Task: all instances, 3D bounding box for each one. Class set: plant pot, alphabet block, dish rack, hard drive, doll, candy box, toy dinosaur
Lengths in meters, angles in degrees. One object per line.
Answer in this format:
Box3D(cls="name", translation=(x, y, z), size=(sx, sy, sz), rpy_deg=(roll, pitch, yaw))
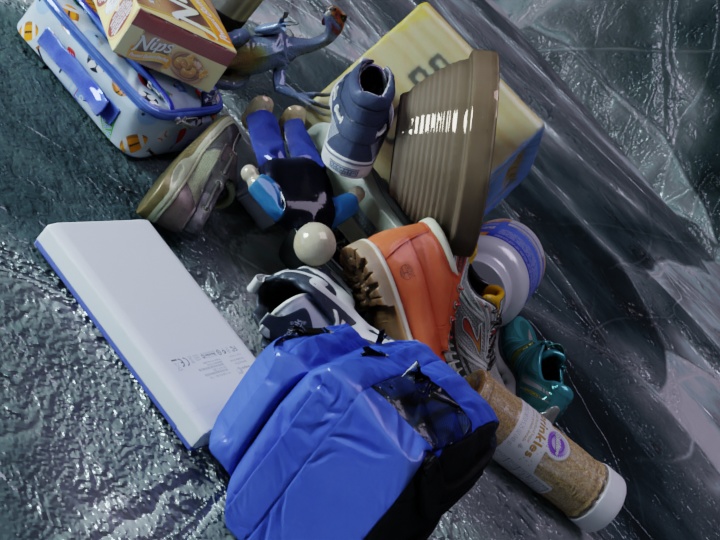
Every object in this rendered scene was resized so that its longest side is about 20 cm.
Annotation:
Box3D(cls="plant pot", translation=(0.078, -0.119, 1.184), size=(0.091, 0.204, 0.201), rpy_deg=(8, 25, 0))
Box3D(cls="alphabet block", translation=(0.072, -0.147, 1.392), size=(0.200, 0.196, 0.196), rpy_deg=(47, -8, 11))
Box3D(cls="dish rack", translation=(0.000, 0.000, 1.259), size=(0.153, 0.055, 0.200), rpy_deg=(46, 20, 3))
Box3D(cls="hard drive", translation=(-0.150, 0.044, 0.935), size=(0.201, 0.025, 0.132), rpy_deg=(50, 21, 15))
Box3D(cls="doll", translation=(-0.057, -0.084, 1.152), size=(0.135, 0.049, 0.202), rpy_deg=(12, 40, -29))
Box3D(cls="candy box", translation=(-0.206, -0.271, 1.185), size=(0.114, 0.055, 0.201), rpy_deg=(18, 34, -40))
Box3D(cls="toy dinosaur", translation=(-0.107, -0.249, 1.293), size=(0.199, 0.106, 0.181), rpy_deg=(30, 40, 26))

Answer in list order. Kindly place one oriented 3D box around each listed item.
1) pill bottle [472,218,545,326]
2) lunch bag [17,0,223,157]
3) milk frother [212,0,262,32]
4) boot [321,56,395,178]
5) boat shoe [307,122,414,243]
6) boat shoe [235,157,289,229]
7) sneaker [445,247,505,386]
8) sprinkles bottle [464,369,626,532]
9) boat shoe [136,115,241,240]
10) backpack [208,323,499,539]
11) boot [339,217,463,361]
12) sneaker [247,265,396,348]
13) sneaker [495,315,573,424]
Box3D(cls="pill bottle", translation=(0.154, 0.007, 1.449), size=(0.112, 0.112, 0.200), rpy_deg=(45, 20, 5))
Box3D(cls="lunch bag", translation=(-0.232, -0.198, 1.180), size=(0.200, 0.076, 0.160), rpy_deg=(47, 23, 10))
Box3D(cls="milk frother", translation=(-0.195, -0.346, 1.367), size=(0.180, 0.188, 0.200), rpy_deg=(41, 21, -5))
Box3D(cls="boot", translation=(0.010, -0.176, 1.204), size=(0.072, 0.091, 0.201), rpy_deg=(18, 32, -8))
Box3D(cls="boat shoe", translation=(0.006, -0.062, 1.232), size=(0.202, 0.070, 0.071), rpy_deg=(57, 15, 21))
Box3D(cls="boat shoe", translation=(-0.070, -0.083, 1.276), size=(0.069, 0.071, 0.200), rpy_deg=(65, 15, -1))
Box3D(cls="sneaker", translation=(0.120, 0.060, 1.270), size=(0.078, 0.081, 0.202), rpy_deg=(-70, 140, -69))
Box3D(cls="sprinkles bottle", translation=(0.177, 0.184, 1.218), size=(0.199, 0.068, 0.068), rpy_deg=(38, 21, -14))
Box3D(cls="boat shoe", translation=(-0.148, -0.083, 1.129), size=(0.066, 0.072, 0.201), rpy_deg=(45, 25, -11))
Box3D(cls="backpack", translation=(0.004, 0.122, 0.878), size=(0.168, 0.163, 0.199), rpy_deg=(49, 23, 18))
Box3D(cls="boot", translation=(0.065, 0.051, 1.132), size=(0.106, 0.075, 0.203), rpy_deg=(-26, 102, -28))
Box3D(cls="sneaker", translation=(-0.028, 0.068, 1.043), size=(0.129, 0.080, 0.200), rpy_deg=(10, 39, -54))
Box3D(cls="sneaker", translation=(0.205, 0.113, 1.388), size=(0.077, 0.080, 0.201), rpy_deg=(35, 22, -21))
